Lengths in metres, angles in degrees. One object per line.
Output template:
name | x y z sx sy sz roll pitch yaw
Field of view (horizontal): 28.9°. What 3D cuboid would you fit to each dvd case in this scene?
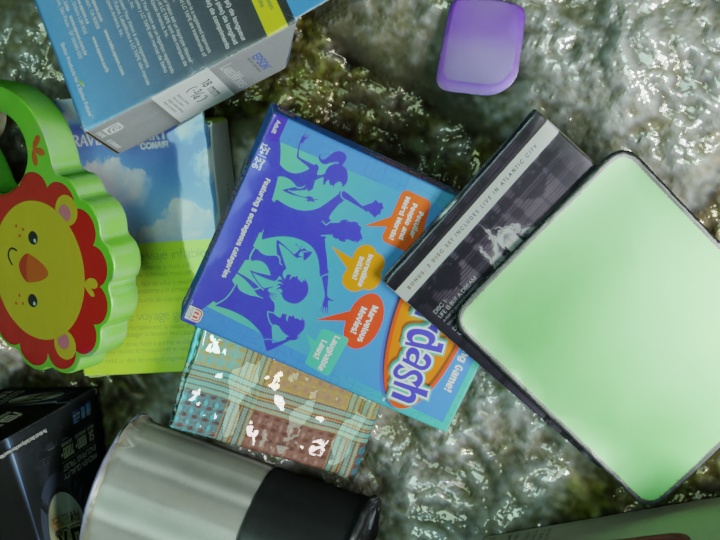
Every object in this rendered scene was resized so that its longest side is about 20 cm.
dvd case | 0.136 0.015 0.918 0.200 0.016 0.149 40 99 -12

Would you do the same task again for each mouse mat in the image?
mouse mat | 0.181 0.041 0.915 0.200 0.008 0.161 43 98 -13

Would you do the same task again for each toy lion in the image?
toy lion | -0.234 -0.032 0.984 0.191 0.068 0.202 6 103 35

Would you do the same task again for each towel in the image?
towel | -0.039 0.035 0.974 0.146 0.022 0.201 17 100 -9

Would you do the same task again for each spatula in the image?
spatula | 0.087 -0.217 0.920 0.056 0.021 0.202 10 108 18

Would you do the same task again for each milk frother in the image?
milk frother | -0.107 0.224 0.958 0.187 0.200 0.182 17 107 11

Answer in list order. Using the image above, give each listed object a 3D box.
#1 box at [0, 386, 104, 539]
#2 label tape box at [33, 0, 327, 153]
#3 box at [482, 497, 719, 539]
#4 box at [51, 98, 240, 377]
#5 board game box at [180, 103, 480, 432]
box | -0.256 0.185 0.988 0.085 0.200 0.165 -2 98 15
label tape box | -0.112 -0.189 0.937 0.199 0.063 0.145 -26 74 8
box | 0.180 0.239 0.930 0.198 0.109 0.129 -13 95 17
box | -0.149 -0.027 1.005 0.121 0.048 0.202 -4 98 14
board game box | 0.000 0.000 0.936 0.199 0.045 0.153 23 101 -11
